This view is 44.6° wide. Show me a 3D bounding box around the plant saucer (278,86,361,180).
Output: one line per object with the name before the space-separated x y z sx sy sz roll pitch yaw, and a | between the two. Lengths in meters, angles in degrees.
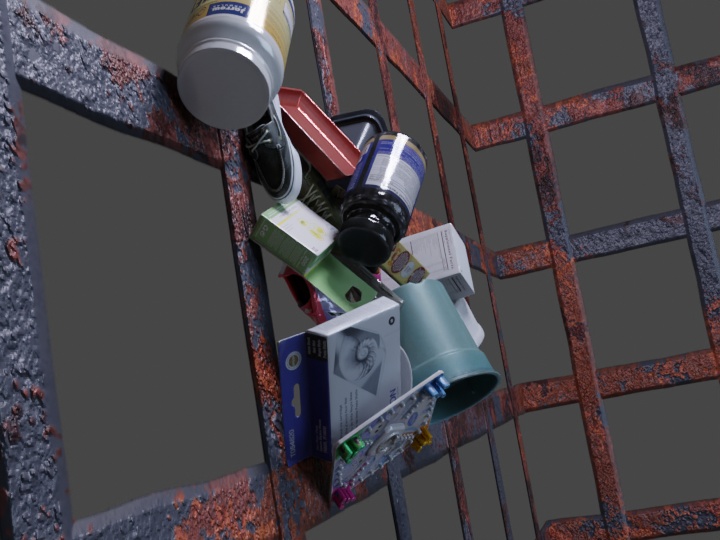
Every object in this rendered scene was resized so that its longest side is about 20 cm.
plant saucer | -0.074 -0.222 1.459 0.200 0.037 0.199 46 17 5

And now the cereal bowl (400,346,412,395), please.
cereal bowl | -0.015 0.189 1.339 0.197 0.082 0.205 -16 114 -39

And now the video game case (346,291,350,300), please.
video game case | -0.059 -0.053 1.541 0.202 0.022 0.185 62 24 -44

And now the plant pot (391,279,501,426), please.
plant pot | 0.112 0.137 1.501 0.200 0.197 0.199 41 23 -61

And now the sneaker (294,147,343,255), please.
sneaker | -0.079 -0.116 1.410 0.089 0.067 0.203 19 41 -52

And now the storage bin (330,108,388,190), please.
storage bin | 0.006 -0.178 1.660 0.203 0.142 0.136 65 32 -33

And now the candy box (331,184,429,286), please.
candy box | 0.025 -0.052 1.516 0.200 0.055 0.115 44 -1 -39

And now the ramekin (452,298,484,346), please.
ramekin | 0.143 0.125 1.778 0.099 0.197 0.201 63 21 -14

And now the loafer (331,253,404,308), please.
loafer | 0.000 0.000 1.437 0.201 0.069 0.070 54 4 22

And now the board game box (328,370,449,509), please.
board game box | 0.041 0.255 1.298 0.026 0.198 0.202 46 -27 25

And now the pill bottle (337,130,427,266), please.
pill bottle | 0.031 -0.110 1.356 0.113 0.109 0.203 61 37 -41

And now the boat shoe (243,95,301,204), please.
boat shoe | -0.146 -0.196 1.310 0.071 0.071 0.204 14 54 -61

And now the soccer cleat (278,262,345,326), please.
soccer cleat | -0.059 0.063 1.365 0.202 0.066 0.077 59 41 -14

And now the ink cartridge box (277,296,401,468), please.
ink cartridge box | -0.023 0.161 1.233 0.197 0.040 0.204 -21 119 -37

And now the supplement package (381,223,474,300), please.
supplement package | 0.111 0.006 1.726 0.110 0.196 0.116 46 32 -58

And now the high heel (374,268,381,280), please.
high heel | 0.031 -0.043 1.623 0.068 0.094 0.204 -61 137 -65

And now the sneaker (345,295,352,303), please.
sneaker | -0.017 0.084 1.454 0.075 0.097 0.205 -42 117 -67

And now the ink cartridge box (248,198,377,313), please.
ink cartridge box | -0.057 -0.023 1.308 0.198 0.048 0.146 36 21 3

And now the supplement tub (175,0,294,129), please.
supplement tub | -0.166 -0.299 1.171 0.203 0.141 0.146 -86 155 -43
